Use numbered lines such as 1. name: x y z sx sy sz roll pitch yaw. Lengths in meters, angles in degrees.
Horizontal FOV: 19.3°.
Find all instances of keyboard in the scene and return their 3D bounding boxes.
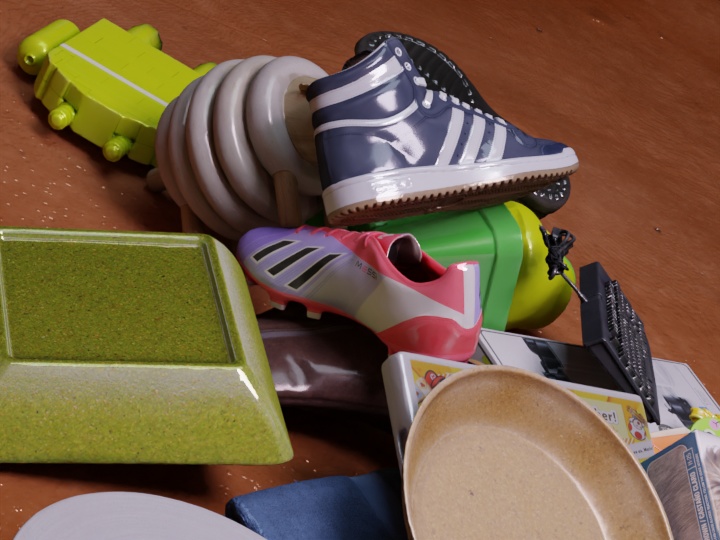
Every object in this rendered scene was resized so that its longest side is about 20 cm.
1. keyboard: 0.165 0.027 1.445 0.127 0.021 0.200 50 13 -8

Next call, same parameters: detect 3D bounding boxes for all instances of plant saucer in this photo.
1. plant saucer: -0.148 0.033 1.245 0.199 0.048 0.200 2 33 -16
2. plant saucer: 0.094 0.151 1.189 0.200 0.035 0.201 23 49 -29

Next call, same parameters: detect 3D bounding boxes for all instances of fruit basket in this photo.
1. fruit basket: 0.076 -0.020 1.530 0.215 0.156 0.216 7 36 -5

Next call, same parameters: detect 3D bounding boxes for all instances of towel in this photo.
1. towel: 0.009 0.168 1.213 0.200 0.049 0.112 -1 47 -47

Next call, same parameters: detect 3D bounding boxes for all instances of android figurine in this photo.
1. android figurine: -0.169 -0.130 1.582 0.182 0.041 0.200 30 26 1

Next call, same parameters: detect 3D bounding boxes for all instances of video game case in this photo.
1. video game case: 0.108 0.146 1.249 0.200 0.023 0.182 12 56 -36

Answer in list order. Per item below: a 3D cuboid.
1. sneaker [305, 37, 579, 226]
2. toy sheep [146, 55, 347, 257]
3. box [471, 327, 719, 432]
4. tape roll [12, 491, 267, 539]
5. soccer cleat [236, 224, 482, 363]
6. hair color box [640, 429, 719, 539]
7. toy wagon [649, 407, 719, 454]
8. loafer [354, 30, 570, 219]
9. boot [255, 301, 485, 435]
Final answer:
1. sneaker: 0.052 -0.095 1.383 0.200 0.070 0.109 -9 78 -35
2. toy sheep: -0.076 -0.079 1.454 0.138 0.200 0.138 23 60 -49
3. box: 0.164 0.108 1.461 0.200 0.060 0.117 11 31 -32
4. tape roll: -0.093 0.199 1.041 0.200 0.066 0.200 23 27 -13
5. soccer cleat: 0.000 0.000 1.327 0.067 0.077 0.200 -6 25 -43
6. hair color box: 0.263 0.174 1.304 0.200 0.060 0.100 18 49 -35
7. toy wagon: 0.210 0.160 1.360 0.155 0.040 0.200 35 50 -8
8. loafer: 0.065 -0.100 1.615 0.200 0.071 0.073 43 40 4
9. boot: -0.010 0.080 1.329 0.166 0.073 0.200 -4 28 -34
